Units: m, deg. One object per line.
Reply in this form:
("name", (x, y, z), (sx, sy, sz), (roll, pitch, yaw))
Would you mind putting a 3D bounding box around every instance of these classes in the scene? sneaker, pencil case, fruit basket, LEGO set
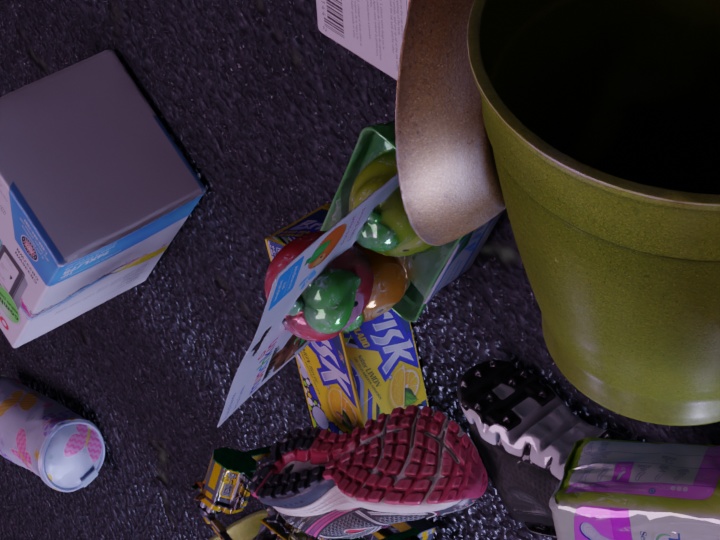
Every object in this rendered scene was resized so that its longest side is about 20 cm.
("sneaker", (0.140, 0.141, 1.003), (0.200, 0.066, 0.091), (37, 147, 37))
("pencil case", (-0.368, 0.183, 1.754), (0.200, 0.083, 0.091), (16, 127, 49))
("fruit basket", (0.000, 0.000, 0.951), (0.094, 0.200, 0.185), (37, 145, 8))
("LEGO set", (-0.041, 0.225, 1.246), (0.200, 0.154, 0.116), (28, 111, 25))
("sneaker", (0.014, 0.146, 1.083), (0.200, 0.081, 0.075), (-10, 132, 48))

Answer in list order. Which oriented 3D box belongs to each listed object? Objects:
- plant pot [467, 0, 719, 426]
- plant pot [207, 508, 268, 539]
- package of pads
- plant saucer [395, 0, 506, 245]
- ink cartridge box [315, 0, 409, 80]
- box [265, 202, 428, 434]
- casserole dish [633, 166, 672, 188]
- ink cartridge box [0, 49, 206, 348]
("plant pot", (0.151, -0.034, 0.720), (0.200, 0.200, 0.193), (37, 150, 32))
("plant pot", (-0.093, 0.352, 1.426), (0.184, 0.200, 0.200), (50, 150, -9))
("package of pads", (0.211, 0.168, 0.856), (0.200, 0.068, 0.155), (2, 122, 26))
("plant saucer", (0.071, -0.108, 0.780), (0.035, 0.200, 0.200), (11, 130, 21))
("ink cartridge box", (0.032, -0.194, 0.864), (0.176, 0.045, 0.200), (40, 146, 42))
("box", (-0.004, 0.057, 1.135), (0.070, 0.064, 0.200), (20, 132, 46))
("casserole dish", (0.140, -0.018, 0.887), (0.121, 0.039, 0.200), (20, 131, 46))
("ink cartridge box", (-0.251, -0.055, 1.314), (0.147, 0.146, 0.200), (56, 150, 7))
